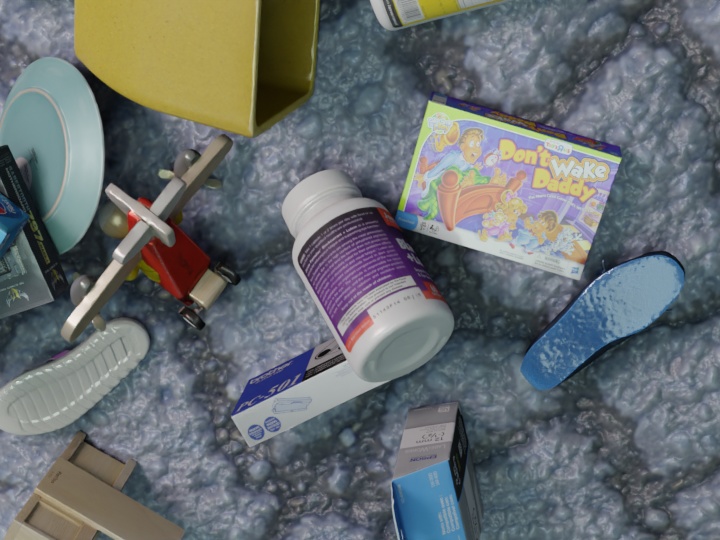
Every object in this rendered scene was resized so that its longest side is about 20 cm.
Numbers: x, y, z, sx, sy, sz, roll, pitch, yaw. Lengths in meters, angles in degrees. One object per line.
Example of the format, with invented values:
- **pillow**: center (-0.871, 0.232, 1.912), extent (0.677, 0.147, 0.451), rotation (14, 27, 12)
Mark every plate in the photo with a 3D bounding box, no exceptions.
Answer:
- **plate**: center (-0.324, -0.115, 1.295), extent (0.199, 0.025, 0.202), rotation (3, 94, 43)

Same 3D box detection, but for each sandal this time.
- **sandal**: center (-0.321, 0.118, 1.433), extent (0.202, 0.050, 0.083), rotation (-30, 119, 4)

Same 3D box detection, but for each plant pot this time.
- **plant pot**: center (-0.158, -0.252, 1.204), extent (0.198, 0.196, 0.196), rotation (9, 111, 11)

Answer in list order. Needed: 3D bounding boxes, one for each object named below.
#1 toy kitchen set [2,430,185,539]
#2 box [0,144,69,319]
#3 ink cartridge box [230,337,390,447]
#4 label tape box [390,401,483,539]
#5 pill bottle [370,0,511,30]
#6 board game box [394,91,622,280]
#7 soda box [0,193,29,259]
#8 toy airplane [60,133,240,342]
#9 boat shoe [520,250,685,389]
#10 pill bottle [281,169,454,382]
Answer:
- **toy kitchen set**: center (-0.307, 0.325, 1.420), extent (0.162, 0.200, 0.181), rotation (30, 111, -3)
- **box**: center (-0.411, -0.017, 1.273), extent (0.198, 0.051, 0.159), rotation (-18, 103, 13)
- **ink cartridge box**: center (-0.036, 0.112, 1.363), extent (0.199, 0.094, 0.044), rotation (-27, 104, 16)
- **label tape box**: center (0.082, 0.247, 1.339), extent (0.065, 0.200, 0.144), rotation (-10, 108, 10)
- **pill bottle**: center (0.103, -0.299, 1.187), extent (0.198, 0.112, 0.113), rotation (-12, 108, 11)
- **board game box**: center (0.146, -0.085, 1.293), extent (0.198, 0.045, 0.136), rotation (16, 111, 2)
- **soda box**: center (-0.403, 0.011, 1.220), extent (0.068, 0.064, 0.200), rotation (38, 107, -6)
- **toy airplane**: center (-0.216, -0.035, 1.288), extent (0.141, 0.199, 0.200), rotation (32, 121, 26)
- **boat shoe**: center (0.244, 0.041, 1.317), extent (0.199, 0.069, 0.084), rotation (-34, 89, 23)
- **pill bottle**: center (0.000, 0.000, 1.267), extent (0.111, 0.111, 0.201), rotation (-42, 60, 19)
